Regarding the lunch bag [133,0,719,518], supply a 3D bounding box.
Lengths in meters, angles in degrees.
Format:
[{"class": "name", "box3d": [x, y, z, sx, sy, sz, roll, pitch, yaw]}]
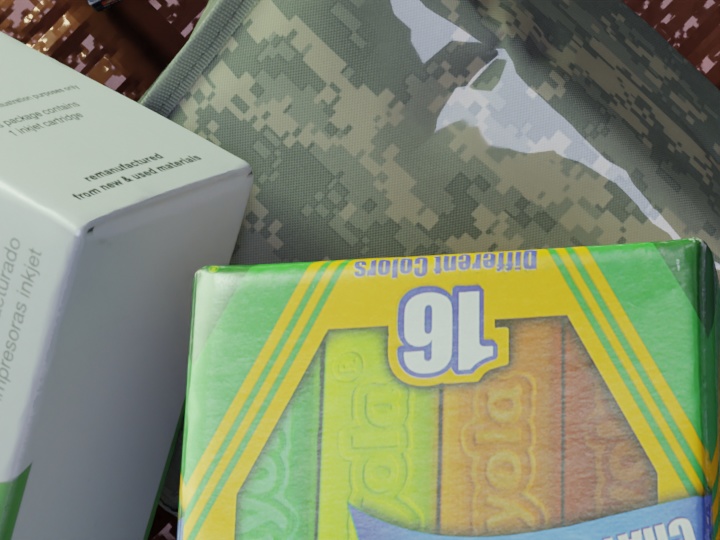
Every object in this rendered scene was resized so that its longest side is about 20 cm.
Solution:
[{"class": "lunch bag", "box3d": [0.000, 0.000, 0.762, 0.164, 0.118, 0.200, 41, 116, -5]}]

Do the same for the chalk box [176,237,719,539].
[{"class": "chalk box", "box3d": [0.027, 0.110, 0.618, 0.124, 0.124, 0.201, -4, 65, 11]}]

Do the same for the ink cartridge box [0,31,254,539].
[{"class": "ink cartridge box", "box3d": [-0.145, 0.001, 0.716, 0.199, 0.084, 0.145, 28, 115, 23]}]

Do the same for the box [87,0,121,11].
[{"class": "box", "box3d": [-0.057, -0.196, 0.796, 0.136, 0.038, 0.201, -24, 93, -2]}]
